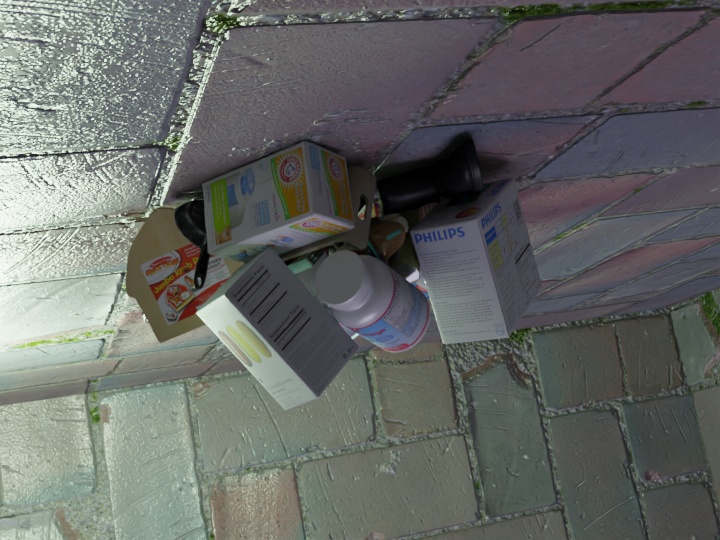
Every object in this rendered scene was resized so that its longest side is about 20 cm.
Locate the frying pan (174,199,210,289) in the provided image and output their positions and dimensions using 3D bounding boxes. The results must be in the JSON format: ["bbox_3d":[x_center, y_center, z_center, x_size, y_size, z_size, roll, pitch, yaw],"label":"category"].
[{"bbox_3d":[-0.238,-0.053,1.556,0.031,0.114,0.190,-55,179,30],"label":"frying pan"}]

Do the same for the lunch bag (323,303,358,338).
[{"bbox_3d":[-0.065,0.049,1.883,0.126,0.172,0.200,13,153,-23],"label":"lunch bag"}]

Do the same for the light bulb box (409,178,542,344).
[{"bbox_3d":[0.192,-0.017,1.707,0.123,0.202,0.198,-9,-162,29],"label":"light bulb box"}]

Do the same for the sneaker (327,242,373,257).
[{"bbox_3d":[0.000,0.000,1.665,0.077,0.083,0.201,-26,149,-1],"label":"sneaker"}]

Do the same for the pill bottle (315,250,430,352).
[{"bbox_3d":[0.018,0.044,1.557,0.108,0.110,0.200,-16,153,25],"label":"pill bottle"}]

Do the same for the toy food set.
[{"bbox_3d":[-0.069,-0.066,1.600,0.198,0.145,0.060,-19,136,31],"label":"toy food set"}]

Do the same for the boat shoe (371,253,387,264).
[{"bbox_3d":[0.030,-0.003,1.903,0.066,0.070,0.200,-38,180,-18],"label":"boat shoe"}]

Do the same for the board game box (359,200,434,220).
[{"bbox_3d":[0.018,-0.073,1.914,0.150,0.047,0.199,-1,165,-41],"label":"board game box"}]

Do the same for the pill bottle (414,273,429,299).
[{"bbox_3d":[0.126,-0.014,1.907,0.111,0.114,0.200,-8,172,-11],"label":"pill bottle"}]

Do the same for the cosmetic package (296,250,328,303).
[{"bbox_3d":[-0.065,-0.007,1.745,0.050,0.083,0.200,-18,-156,53],"label":"cosmetic package"}]

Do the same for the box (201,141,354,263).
[{"bbox_3d":[-0.119,-0.094,1.512,0.198,0.114,0.101,-17,162,32],"label":"box"}]

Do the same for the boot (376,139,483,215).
[{"bbox_3d":[0.105,-0.138,1.627,0.160,0.074,0.198,-12,173,3],"label":"boot"}]

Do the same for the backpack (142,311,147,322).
[{"bbox_3d":[-0.275,0.011,1.783,0.176,0.153,0.199,-10,178,-34],"label":"backpack"}]

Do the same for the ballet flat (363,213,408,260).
[{"bbox_3d":[0.039,-0.058,1.619,0.072,0.068,0.200,-33,-175,-1],"label":"ballet flat"}]

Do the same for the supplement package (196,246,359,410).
[{"bbox_3d":[-0.121,0.087,1.531,0.110,0.200,0.113,-48,-169,-33],"label":"supplement package"}]

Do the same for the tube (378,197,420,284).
[{"bbox_3d":[0.069,-0.062,1.718,0.057,0.202,0.052,16,133,-17],"label":"tube"}]

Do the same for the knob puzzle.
[{"bbox_3d":[-0.276,-0.009,1.648,0.217,0.223,0.030,-10,-162,-5],"label":"knob puzzle"}]

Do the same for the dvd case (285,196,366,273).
[{"bbox_3d":[-0.081,-0.050,1.714,0.145,0.022,0.200,-21,-160,44],"label":"dvd case"}]
